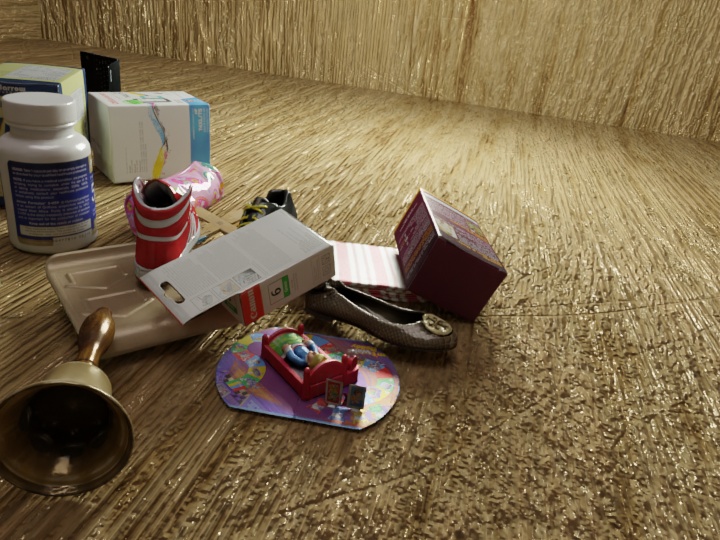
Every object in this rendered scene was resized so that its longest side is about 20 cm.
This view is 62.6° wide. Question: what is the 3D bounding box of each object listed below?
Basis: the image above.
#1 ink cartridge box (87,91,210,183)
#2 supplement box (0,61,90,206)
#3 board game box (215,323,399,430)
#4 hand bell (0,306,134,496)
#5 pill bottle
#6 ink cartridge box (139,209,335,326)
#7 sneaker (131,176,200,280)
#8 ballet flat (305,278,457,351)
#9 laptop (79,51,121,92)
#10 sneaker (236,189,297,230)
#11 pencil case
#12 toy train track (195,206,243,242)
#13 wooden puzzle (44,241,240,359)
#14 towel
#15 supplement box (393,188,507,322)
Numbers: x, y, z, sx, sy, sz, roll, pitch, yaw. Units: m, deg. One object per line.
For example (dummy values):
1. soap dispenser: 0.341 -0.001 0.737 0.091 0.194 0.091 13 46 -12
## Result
1. ink cartridge box: -0.422 -0.272 1.189 0.197 0.149 0.146 -13 31 -36
2. supplement box: -0.551 -0.235 1.010 0.132 0.204 0.200 0 25 -13
3. board game box: -0.053 0.093 0.632 0.196 0.040 0.159 9 25 4
4. hand bell: -0.244 0.084 0.525 0.102 0.106 0.201 0 25 -14
5. pill bottle: -0.440 -0.138 0.833 0.117 0.203 0.120 6 25 -3
6. ink cartridge box: -0.137 0.006 0.685 0.198 0.051 0.108 -30 46 -30
7. sneaker: -0.242 -0.080 0.750 0.070 0.114 0.201 5 29 -11
8. ballet flat: 0.022 0.050 0.714 0.197 0.047 0.067 16 15 21
9. laptop: -0.613 -0.401 1.378 0.197 0.180 0.103 18 26 22
10. sneaker: -0.157 -0.057 0.852 0.073 0.086 0.200 5 29 23
11. pencil case: -0.301 -0.120 0.971 0.086 0.089 0.200 12 24 12
12. toy train track: -0.243 -0.044 0.894 0.114 0.033 0.199 28 37 24
13. wooden puzzle: -0.259 0.032 0.712 0.183 0.047 0.199 -13 36 -36
14. towel: 0.000 0.000 0.867 0.196 0.030 0.147 7 25 -7
15. supplement box: 0.120 -0.028 0.847 0.109 0.086 0.201 26 22 -13
